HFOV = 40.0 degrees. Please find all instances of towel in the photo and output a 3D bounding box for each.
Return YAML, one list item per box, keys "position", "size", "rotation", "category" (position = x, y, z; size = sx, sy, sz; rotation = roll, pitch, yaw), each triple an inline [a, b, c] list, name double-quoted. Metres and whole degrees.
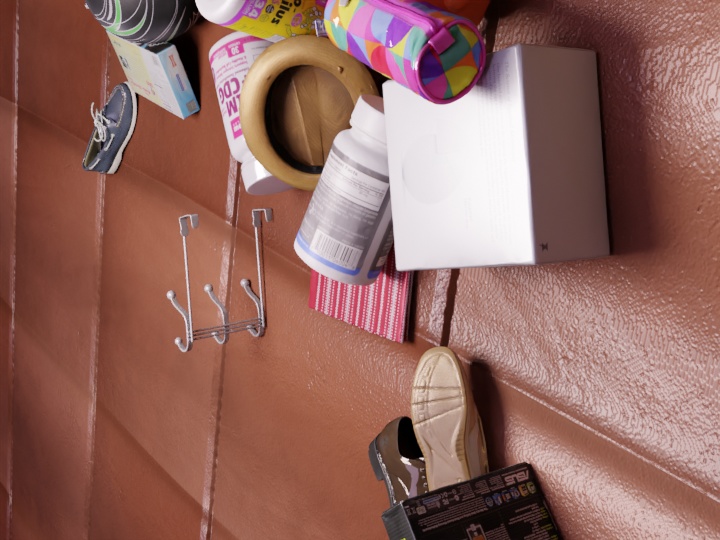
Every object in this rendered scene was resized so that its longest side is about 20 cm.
- position: [0.000, 0.000, 1.279]
  size: [0.198, 0.022, 0.148]
  rotation: [19, 108, 48]
  category: "towel"

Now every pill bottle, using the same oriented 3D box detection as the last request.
- position: [-0.096, -0.331, 1.202]
  size: [0.103, 0.198, 0.107]
  rotation: [-6, 81, 45]
  category: "pill bottle"
- position: [-0.132, -0.214, 1.345]
  size: [0.113, 0.112, 0.204]
  rotation: [-27, 74, 50]
  category: "pill bottle"
- position: [0.005, -0.096, 1.171]
  size: [0.114, 0.112, 0.203]
  rotation: [41, 115, 41]
  category: "pill bottle"

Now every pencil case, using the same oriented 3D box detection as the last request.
- position: [0.036, -0.229, 0.960]
  size: [0.200, 0.087, 0.090]
  rotation: [40, 125, 46]
  category: "pencil case"

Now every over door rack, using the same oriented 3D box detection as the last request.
- position: [-0.206, 0.007, 1.450]
  size: [0.066, 0.146, 0.204]
  rotation: [18, 110, 43]
  category: "over door rack"

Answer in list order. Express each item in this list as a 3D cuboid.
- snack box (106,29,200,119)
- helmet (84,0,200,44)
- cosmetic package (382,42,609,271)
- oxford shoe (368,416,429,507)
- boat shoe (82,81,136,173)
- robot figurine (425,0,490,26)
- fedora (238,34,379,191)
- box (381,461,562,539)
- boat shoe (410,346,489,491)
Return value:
- position: [-0.343, -0.331, 1.625]
  size: [0.199, 0.037, 0.118]
  rotation: [32, 149, 45]
  category: "snack box"
- position: [-0.329, -0.443, 1.507]
  size: [0.201, 0.197, 0.192]
  rotation: [57, 150, 29]
  category: "helmet"
- position: [0.135, -0.107, 1.003]
  size: [0.198, 0.121, 0.204]
  rotation: [-2, 93, 53]
  category: "cosmetic package"
- position: [0.076, 0.264, 1.178]
  size: [0.202, 0.072, 0.085]
  rotation: [59, 134, 28]
  category: "oxford shoe"
- position: [-0.464, -0.260, 1.813]
  size: [0.201, 0.061, 0.076]
  rotation: [-55, 52, 40]
  category: "boat shoe"
- position: [0.097, -0.331, 1.026]
  size: [0.115, 0.144, 0.202]
  rotation: [27, 123, 8]
  category: "robot figurine"
- position: [-0.057, -0.203, 1.248]
  size: [0.082, 0.197, 0.203]
  rotation: [-71, 1, -61]
  category: "fedora"
- position: [0.136, 0.309, 1.003]
  size: [0.047, 0.198, 0.196]
  rotation: [-39, 66, 44]
  category: "box"
- position: [0.106, 0.189, 1.127]
  size: [0.073, 0.069, 0.204]
  rotation: [-9, 83, 28]
  category: "boat shoe"
